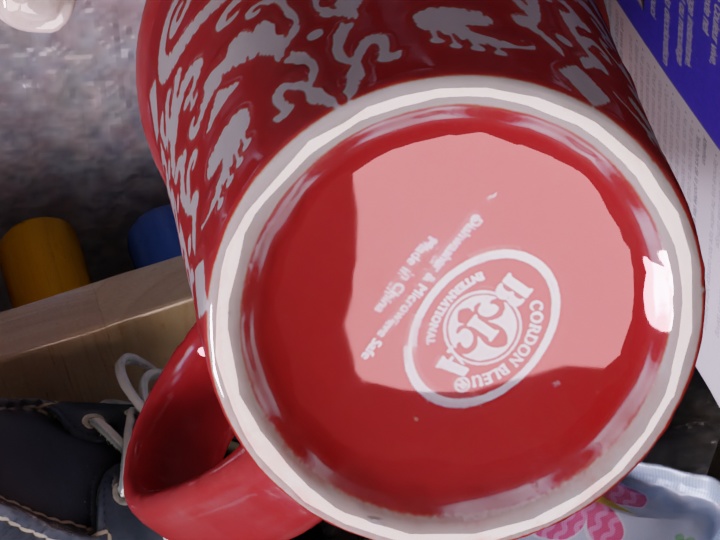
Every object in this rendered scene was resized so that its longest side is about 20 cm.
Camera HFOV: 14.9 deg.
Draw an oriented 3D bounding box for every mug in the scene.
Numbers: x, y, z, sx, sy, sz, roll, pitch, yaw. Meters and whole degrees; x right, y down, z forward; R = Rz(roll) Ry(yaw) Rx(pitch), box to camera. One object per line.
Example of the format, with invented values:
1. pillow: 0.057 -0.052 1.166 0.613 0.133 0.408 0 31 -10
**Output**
1. mug: 0.012 -0.002 0.677 0.132 0.200 0.179 3 108 -7

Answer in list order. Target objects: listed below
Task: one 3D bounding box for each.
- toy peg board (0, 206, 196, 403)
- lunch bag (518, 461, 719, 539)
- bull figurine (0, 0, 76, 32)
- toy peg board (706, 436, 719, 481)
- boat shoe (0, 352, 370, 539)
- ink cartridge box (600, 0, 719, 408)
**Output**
1. toy peg board: -0.111 0.056 0.934 0.198 0.098 0.201 -18 141 -7
2. lunch bag: 0.055 0.170 0.969 0.127 0.201 0.170 22 160 29
3. bull figurine: -0.015 -0.128 0.674 0.200 0.121 0.065 -41 123 1
4. toy peg board: 0.221 0.000 0.908 0.198 0.098 0.199 -2 155 -2
5. boat shoe: -0.064 0.068 0.824 0.062 0.075 0.199 -41 139 23
6. ink cartridge box: 0.101 -0.053 0.737 0.043 0.201 0.199 -16 141 -11
